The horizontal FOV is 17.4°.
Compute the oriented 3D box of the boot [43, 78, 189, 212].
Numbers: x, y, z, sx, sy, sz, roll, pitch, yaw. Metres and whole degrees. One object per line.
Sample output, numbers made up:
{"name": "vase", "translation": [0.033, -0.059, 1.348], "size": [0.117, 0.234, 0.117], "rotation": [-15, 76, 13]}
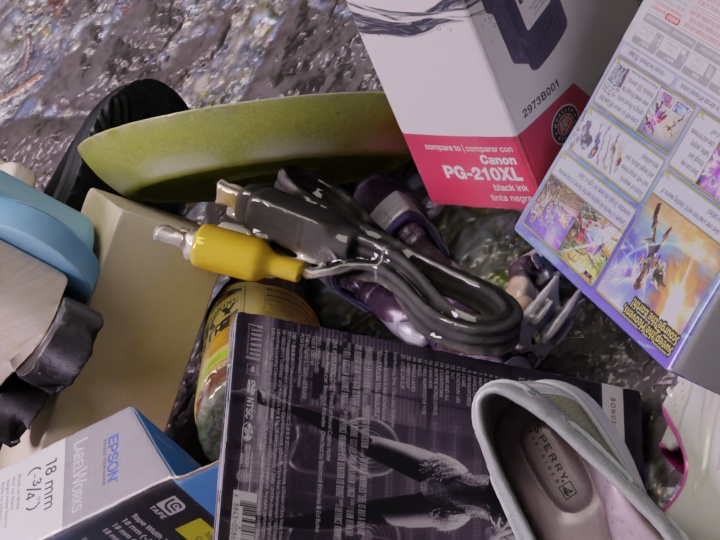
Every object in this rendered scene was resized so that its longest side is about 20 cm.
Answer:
{"name": "boot", "translation": [-0.202, -0.023, 1.434], "size": [0.168, 0.076, 0.200], "rotation": [-15, 38, 41]}

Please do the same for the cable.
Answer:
{"name": "cable", "translation": [0.000, 0.000, 1.171], "size": [0.200, 0.097, 0.050], "rotation": [25, 117, 24]}

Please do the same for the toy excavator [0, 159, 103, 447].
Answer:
{"name": "toy excavator", "translation": [-0.192, -0.010, 1.249], "size": [0.194, 0.100, 0.200], "rotation": [-42, 24, 49]}

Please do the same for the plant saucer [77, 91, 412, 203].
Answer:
{"name": "plant saucer", "translation": [-0.052, -0.063, 1.277], "size": [0.200, 0.200, 0.031], "rotation": [-11, 84, 35]}

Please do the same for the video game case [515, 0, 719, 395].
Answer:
{"name": "video game case", "translation": [0.162, -0.058, 1.061], "size": [0.182, 0.045, 0.200], "rotation": [-60, 23, 9]}

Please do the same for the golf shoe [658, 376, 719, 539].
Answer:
{"name": "golf shoe", "translation": [0.172, 0.042, 1.062], "size": [0.091, 0.075, 0.200], "rotation": [-21, 45, 32]}

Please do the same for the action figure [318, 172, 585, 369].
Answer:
{"name": "action figure", "translation": [0.044, 0.023, 1.196], "size": [0.130, 0.069, 0.200], "rotation": [-39, 43, -3]}

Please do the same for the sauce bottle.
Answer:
{"name": "sauce bottle", "translation": [-0.051, 0.040, 1.226], "size": [0.065, 0.065, 0.200], "rotation": [-36, 17, 12]}

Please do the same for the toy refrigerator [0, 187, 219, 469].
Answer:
{"name": "toy refrigerator", "translation": [-0.137, 0.065, 1.253], "size": [0.201, 0.070, 0.076], "rotation": [-71, 22, 3]}

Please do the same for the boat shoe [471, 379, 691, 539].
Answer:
{"name": "boat shoe", "translation": [0.112, 0.132, 0.994], "size": [0.074, 0.065, 0.202], "rotation": [-35, 71, 16]}

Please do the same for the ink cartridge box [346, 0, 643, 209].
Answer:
{"name": "ink cartridge box", "translation": [0.070, -0.153, 1.183], "size": [0.084, 0.200, 0.145], "rotation": [6, 40, 43]}

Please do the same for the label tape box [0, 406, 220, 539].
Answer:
{"name": "label tape box", "translation": [-0.096, 0.139, 1.158], "size": [0.200, 0.144, 0.063], "rotation": [-26, 42, 21]}

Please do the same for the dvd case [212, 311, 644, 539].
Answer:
{"name": "dvd case", "translation": [0.034, 0.100, 1.063], "size": [0.016, 0.199, 0.149], "rotation": [115, 163, -51]}
